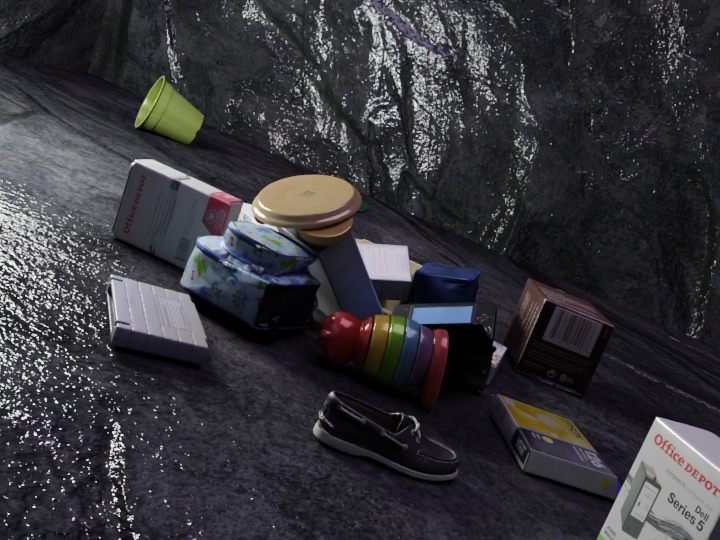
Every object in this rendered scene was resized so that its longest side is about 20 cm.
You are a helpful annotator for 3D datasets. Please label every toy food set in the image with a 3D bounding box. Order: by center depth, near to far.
[{"bbox_3d":[-0.087,-0.110,1.389,0.196,0.050,0.198,8,31,19],"label":"toy food set"}]

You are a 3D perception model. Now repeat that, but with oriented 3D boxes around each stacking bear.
[{"bbox_3d":[0.029,0.122,1.274,0.196,0.116,0.122,15,18,-5],"label":"stacking bear"}]

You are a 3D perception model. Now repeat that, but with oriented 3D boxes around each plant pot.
[{"bbox_3d":[-0.654,-0.536,2.834,0.188,0.202,0.200,30,6,-28],"label":"plant pot"}]

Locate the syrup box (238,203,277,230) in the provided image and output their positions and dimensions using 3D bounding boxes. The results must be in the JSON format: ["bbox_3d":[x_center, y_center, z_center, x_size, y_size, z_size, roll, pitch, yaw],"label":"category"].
[{"bbox_3d":[-0.231,-0.080,1.761,0.080,0.080,0.199,13,15,-39],"label":"syrup box"}]

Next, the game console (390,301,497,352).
[{"bbox_3d":[0.128,0.080,1.407,0.196,0.118,0.177,-2,37,17],"label":"game console"}]

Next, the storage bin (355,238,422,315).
[{"bbox_3d":[0.030,0.009,1.814,0.196,0.095,0.200,24,12,12],"label":"storage bin"}]

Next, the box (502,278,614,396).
[{"bbox_3d":[0.422,0.141,1.765,0.163,0.167,0.200,20,11,-2],"label":"box"}]

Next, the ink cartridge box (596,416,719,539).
[{"bbox_3d":[0.348,0.285,0.883,0.083,0.204,0.146,17,12,-19],"label":"ink cartridge box"}]

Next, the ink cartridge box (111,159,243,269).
[{"bbox_3d":[-0.330,-0.095,1.469,0.197,0.148,0.085,24,13,6],"label":"ink cartridge box"}]

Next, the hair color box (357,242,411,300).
[{"bbox_3d":[0.000,0.000,1.646,0.195,0.061,0.100,4,47,-8],"label":"hair color box"}]

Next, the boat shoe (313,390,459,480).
[{"bbox_3d":[0.040,0.206,1.021,0.196,0.061,0.074,21,10,-8],"label":"boat shoe"}]

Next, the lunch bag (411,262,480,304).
[{"bbox_3d":[0.184,0.064,1.762,0.133,0.135,0.200,8,9,15],"label":"lunch bag"}]

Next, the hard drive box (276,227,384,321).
[{"bbox_3d":[-0.055,-0.002,1.465,0.155,0.076,0.202,35,-26,47],"label":"hard drive box"}]

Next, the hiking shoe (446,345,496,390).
[{"bbox_3d":[0.191,0.138,1.499,0.075,0.102,0.200,23,11,-29],"label":"hiking shoe"}]

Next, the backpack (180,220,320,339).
[{"bbox_3d":[-0.176,0.002,1.324,0.197,0.150,0.182,22,8,19],"label":"backpack"}]

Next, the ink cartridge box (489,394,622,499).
[{"bbox_3d":[0.317,0.276,1.266,0.196,0.048,0.198,18,11,-10],"label":"ink cartridge box"}]

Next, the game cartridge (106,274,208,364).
[{"bbox_3d":[-0.282,0.067,1.120,0.128,0.039,0.200,21,11,-24],"label":"game cartridge"}]

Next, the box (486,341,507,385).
[{"bbox_3d":[0.253,0.179,1.595,0.038,0.042,0.200,24,12,13],"label":"box"}]

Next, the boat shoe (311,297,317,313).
[{"bbox_3d":[-0.143,0.024,1.468,0.197,0.076,0.066,18,20,32],"label":"boat shoe"}]
